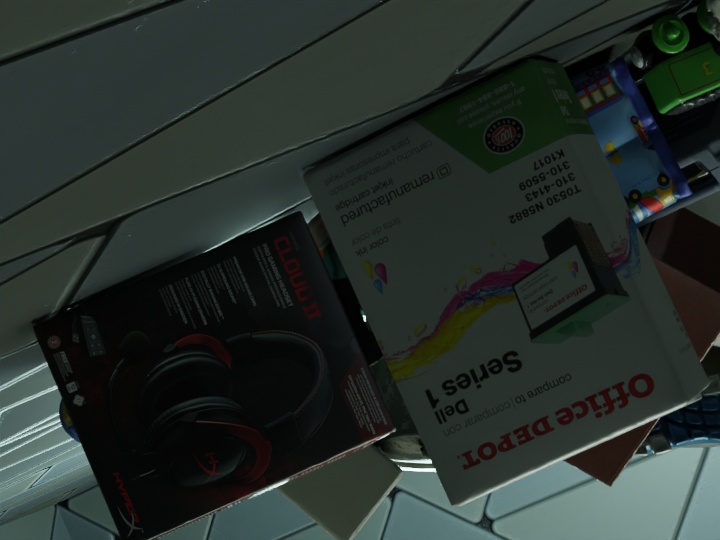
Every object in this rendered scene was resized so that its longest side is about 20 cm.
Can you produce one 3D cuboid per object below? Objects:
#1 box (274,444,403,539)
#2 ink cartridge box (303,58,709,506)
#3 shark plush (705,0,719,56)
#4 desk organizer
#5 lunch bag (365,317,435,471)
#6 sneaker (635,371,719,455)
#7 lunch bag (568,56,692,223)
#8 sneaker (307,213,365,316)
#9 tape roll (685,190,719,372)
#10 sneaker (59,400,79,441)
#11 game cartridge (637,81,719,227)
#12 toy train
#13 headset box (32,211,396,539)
[{"bbox_3d":[-0.067,0.105,1.389,0.068,0.200,0.082,-50,177,-5],"label":"box"},{"bbox_3d":[0.080,0.007,1.064,0.144,0.201,0.084,-26,176,16],"label":"ink cartridge box"},{"bbox_3d":[0.272,-0.154,1.026,0.199,0.084,0.091,-18,-143,-4],"label":"shark plush"},{"bbox_3d":[0.185,0.050,1.332,0.200,0.077,0.072,-62,178,41],"label":"desk organizer"},{"bbox_3d":[0.066,0.051,1.447,0.138,0.201,0.168,1,168,7],"label":"lunch bag"},{"bbox_3d":[0.235,0.105,1.458,0.199,0.075,0.087,3,169,-2],"label":"sneaker"},{"bbox_3d":[0.103,-0.062,1.224,0.150,0.094,0.200,-29,-172,3],"label":"lunch bag"},{"bbox_3d":[0.000,0.000,1.302,0.071,0.080,0.200,-23,176,-9],"label":"sneaker"},{"bbox_3d":[0.238,0.001,1.472,0.201,0.140,0.203,3,163,1],"label":"tape roll"},{"bbox_3d":[-0.158,0.097,1.548,0.199,0.076,0.088,-20,174,-38],"label":"sneaker"},{"bbox_3d":[0.195,-0.083,1.294,0.200,0.041,0.133,-26,-150,42],"label":"game cartridge"},{"bbox_3d":[0.244,-0.142,1.111,0.199,0.057,0.042,-23,175,-16],"label":"toy train"},{"bbox_3d":[-0.080,0.064,1.208,0.199,0.149,0.075,-23,175,-6],"label":"headset box"}]
